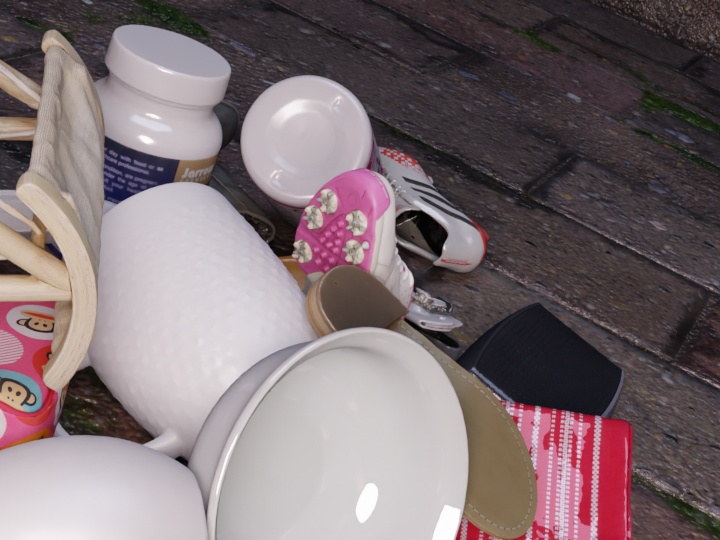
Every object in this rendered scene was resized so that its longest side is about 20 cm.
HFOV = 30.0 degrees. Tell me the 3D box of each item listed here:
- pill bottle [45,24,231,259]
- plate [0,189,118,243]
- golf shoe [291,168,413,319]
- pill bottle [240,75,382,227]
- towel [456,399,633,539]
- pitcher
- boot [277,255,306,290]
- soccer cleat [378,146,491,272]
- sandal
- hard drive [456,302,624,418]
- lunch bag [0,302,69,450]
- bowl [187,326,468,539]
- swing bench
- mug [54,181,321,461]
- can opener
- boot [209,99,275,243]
[{"bbox_3d":[-0.175,-0.082,1.056,0.115,0.201,0.116,17,25,-9],"label":"pill bottle"},{"bbox_3d":[-0.283,-0.035,0.945,0.199,0.033,0.199,-1,-2,-44],"label":"plate"},{"bbox_3d":[0.000,0.000,0.960,0.091,0.201,0.075,-23,57,-33],"label":"golf shoe"},{"bbox_3d":[-0.038,-0.096,1.218,0.113,0.114,0.200,25,-5,8],"label":"pill bottle"},{"bbox_3d":[0.087,0.143,0.917,0.199,0.023,0.145,9,47,5],"label":"towel"},{"bbox_3d":[-0.178,0.168,0.676,0.199,0.122,0.172,-1,51,-21],"label":"pitcher"},{"bbox_3d":[-0.053,0.002,1.084,0.143,0.071,0.202,14,50,-15],"label":"boot"},{"bbox_3d":[0.045,-0.066,1.365,0.085,0.069,0.200,-3,39,-50],"label":"soccer cleat"},{"bbox_3d":[0.033,0.092,0.901,0.078,0.070,0.212,-40,92,-34],"label":"sandal"},{"bbox_3d":[0.152,0.096,1.131,0.135,0.042,0.200,40,28,10],"label":"hard drive"},{"bbox_3d":[-0.270,0.042,0.797,0.199,0.082,0.176,17,24,-8],"label":"lunch bag"},{"bbox_3d":[-0.035,0.127,0.800,0.200,0.202,0.090,-4,10,-43],"label":"bowl"},{"bbox_3d":[-0.234,-0.061,0.762,0.199,0.130,0.199,16,28,-20],"label":"swing bench"},{"bbox_3d":[-0.123,0.062,0.906,0.199,0.148,0.175,-29,56,-22],"label":"mug"},{"bbox_3d":[0.010,0.022,1.176,0.052,0.067,0.200,3,22,-43],"label":"can opener"},{"bbox_3d":[-0.141,-0.090,1.257,0.181,0.073,0.200,-19,39,-37],"label":"boot"}]
